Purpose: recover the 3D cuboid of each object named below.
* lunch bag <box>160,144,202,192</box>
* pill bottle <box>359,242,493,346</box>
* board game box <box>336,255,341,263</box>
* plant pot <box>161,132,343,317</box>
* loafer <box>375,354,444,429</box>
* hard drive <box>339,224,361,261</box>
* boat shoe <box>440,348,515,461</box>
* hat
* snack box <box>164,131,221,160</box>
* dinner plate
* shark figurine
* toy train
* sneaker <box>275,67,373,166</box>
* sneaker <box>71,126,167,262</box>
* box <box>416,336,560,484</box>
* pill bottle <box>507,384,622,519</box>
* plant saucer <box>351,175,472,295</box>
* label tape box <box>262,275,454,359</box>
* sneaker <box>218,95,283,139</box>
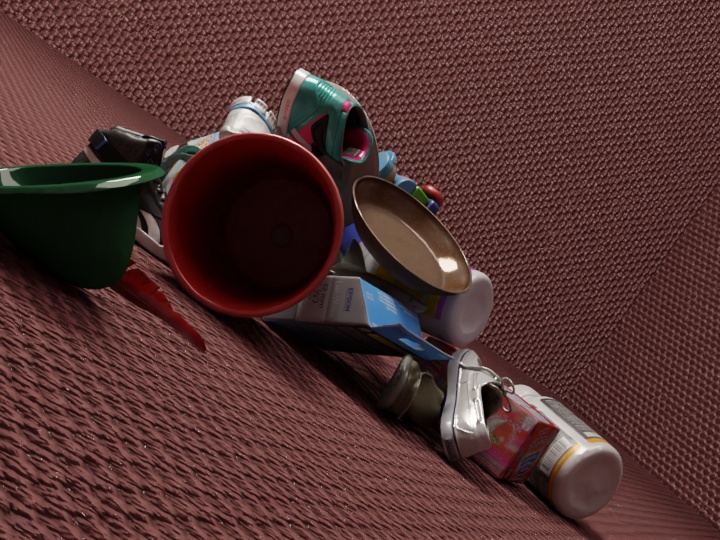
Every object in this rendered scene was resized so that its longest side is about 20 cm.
[{"bbox_3d":[-0.184,-0.069,1.670,0.170,0.123,0.200,34,-2,-22],"label":"lunch bag"},{"bbox_3d":[0.076,0.022,1.788,0.199,0.105,0.104,23,-4,35],"label":"pill bottle"},{"bbox_3d":[-0.090,-0.032,1.838,0.147,0.064,0.202,40,-25,45],"label":"board game box"},{"bbox_3d":[-0.105,-0.045,1.471,0.200,0.201,0.177,36,3,7],"label":"plant pot"},{"bbox_3d":[0.071,0.150,1.593,0.069,0.076,0.200,32,3,10],"label":"loafer"},{"bbox_3d":[0.004,-0.025,1.912,0.133,0.025,0.201,-76,148,-46],"label":"hard drive"},{"bbox_3d":[0.151,0.156,1.612,0.202,0.085,0.075,-69,143,-63],"label":"boat shoe"},{"bbox_3d":[-0.229,0.008,1.068,0.197,0.179,0.166,-3,12,-6],"label":"hat"},{"bbox_3d":[-0.207,-0.120,1.757,0.198,0.037,0.116,-12,-44,40],"label":"snack box"},{"bbox_3d":[-0.053,-0.155,1.777,0.200,0.202,0.024,38,37,29],"label":"dinner plate"},{"bbox_3d":[-0.021,-0.006,1.667,0.127,0.091,0.214,-3,-24,42],"label":"shark figurine"},{"bbox_3d":[0.020,-0.124,1.836,0.116,0.085,0.200,50,-11,-30],"label":"toy train"},{"bbox_3d":[-0.046,-0.164,1.699,0.120,0.084,0.201,26,-34,8],"label":"sneaker"},{"bbox_3d":[-0.234,-0.089,1.504,0.199,0.112,0.073,35,4,-9],"label":"sneaker"},{"bbox_3d":[0.154,0.186,1.748,0.199,0.096,0.099,38,5,28],"label":"box"},{"bbox_3d":[0.267,0.249,1.843,0.116,0.117,0.200,33,5,-37],"label":"pill bottle"},{"bbox_3d":[0.058,-0.036,1.674,0.199,0.037,0.201,35,25,-20],"label":"plant saucer"},{"bbox_3d":[0.002,0.056,1.588,0.198,0.067,0.143,1,-18,33],"label":"label tape box"},{"bbox_3d":[-0.110,-0.118,1.651,0.200,0.075,0.087,48,40,-16],"label":"sneaker"}]
